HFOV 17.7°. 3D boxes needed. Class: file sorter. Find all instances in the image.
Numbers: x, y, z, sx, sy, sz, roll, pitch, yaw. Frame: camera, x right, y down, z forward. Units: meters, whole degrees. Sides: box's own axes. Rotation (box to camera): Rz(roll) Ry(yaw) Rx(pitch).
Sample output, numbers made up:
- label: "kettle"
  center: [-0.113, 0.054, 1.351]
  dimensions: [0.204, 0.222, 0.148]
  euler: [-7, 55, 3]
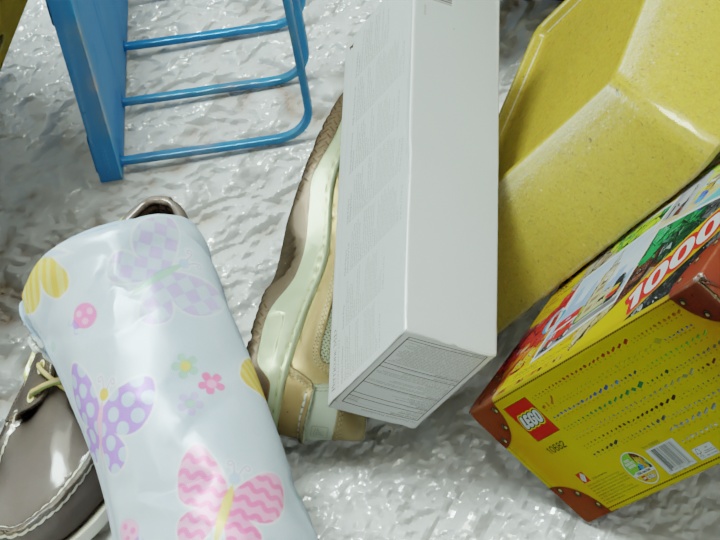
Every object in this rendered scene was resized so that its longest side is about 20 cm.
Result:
- label: "file sorter"
  center: [-0.095, -0.173, 1.244]
  dimensions: [0.122, 0.139, 0.201]
  euler: [-7, 46, 3]

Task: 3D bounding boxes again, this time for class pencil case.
- label: "pencil case"
  center: [-0.081, 0.074, 1.007]
  dimensions: [0.090, 0.083, 0.201]
  euler: [-19, 66, -10]

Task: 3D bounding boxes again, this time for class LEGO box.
- label: "LEGO box"
  center: [0.152, 0.007, 0.968]
  dimensions: [0.077, 0.200, 0.149]
  euler: [42, 60, -6]

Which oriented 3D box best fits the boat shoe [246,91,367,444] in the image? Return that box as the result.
- label: "boat shoe"
  center: [0.000, 0.000, 1.114]
  dimensions: [0.076, 0.072, 0.201]
  euler: [12, 58, 6]

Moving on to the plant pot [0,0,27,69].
- label: "plant pot"
  center: [-0.268, -0.144, 1.102]
  dimensions: [0.199, 0.195, 0.196]
  euler: [26, 15, 5]

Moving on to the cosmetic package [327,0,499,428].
- label: "cosmetic package"
  center: [0.026, -0.037, 1.061]
  dimensions: [0.050, 0.083, 0.201]
  euler: [16, 58, -22]

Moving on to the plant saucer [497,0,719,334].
- label: "plant saucer"
  center: [0.116, -0.089, 1.075]
  dimensions: [0.048, 0.200, 0.201]
  euler: [34, 52, -12]

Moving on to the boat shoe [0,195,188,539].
- label: "boat shoe"
  center: [-0.128, 0.051, 1.095]
  dimensions: [0.071, 0.060, 0.201]
  euler: [12, 52, 24]
